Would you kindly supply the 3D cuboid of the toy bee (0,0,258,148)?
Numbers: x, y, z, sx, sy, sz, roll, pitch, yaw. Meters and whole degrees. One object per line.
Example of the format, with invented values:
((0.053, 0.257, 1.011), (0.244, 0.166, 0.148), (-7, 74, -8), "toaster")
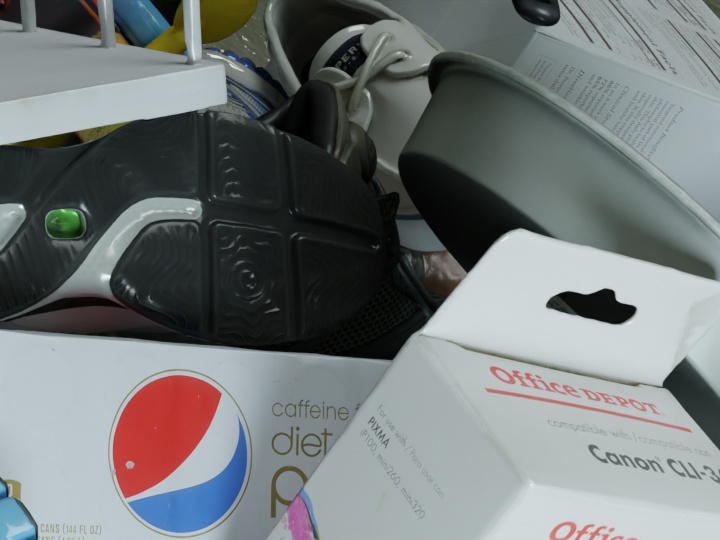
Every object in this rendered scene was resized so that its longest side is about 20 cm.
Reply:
((-0.114, -0.079, 0.939), (0.200, 0.131, 0.109), (32, 2, 8), "toy bee")

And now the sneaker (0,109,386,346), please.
((-0.098, -0.009, 0.825), (0.200, 0.076, 0.115), (1, -6, -30), "sneaker")

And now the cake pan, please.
((0.087, 0.007, 0.855), (0.200, 0.037, 0.200), (42, -8, 8), "cake pan")

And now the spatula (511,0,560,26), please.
((0.074, -0.148, 1.105), (0.056, 0.021, 0.200), (16, 29, -9), "spatula")

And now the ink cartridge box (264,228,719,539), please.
((0.039, 0.090, 0.737), (0.116, 0.200, 0.068), (12, 31, -44), "ink cartridge box")

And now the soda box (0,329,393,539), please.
((-0.045, 0.060, 0.789), (0.200, 0.068, 0.064), (6, -10, -35), "soda box")

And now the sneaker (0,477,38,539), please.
((-0.163, 0.067, 0.695), (0.087, 0.075, 0.200), (-17, 51, -46), "sneaker")

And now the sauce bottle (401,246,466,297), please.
((0.054, 0.018, 1.094), (0.200, 0.065, 0.065), (14, 29, -37), "sauce bottle")

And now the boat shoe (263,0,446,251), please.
((0.009, -0.073, 1.031), (0.066, 0.072, 0.200), (48, 4, -30), "boat shoe")

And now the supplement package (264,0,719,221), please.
((0.082, -0.069, 1.189), (0.200, 0.152, 0.151), (15, 29, -39), "supplement package")

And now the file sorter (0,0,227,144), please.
((-0.160, -0.115, 0.797), (0.139, 0.125, 0.200), (-15, 21, -39), "file sorter")

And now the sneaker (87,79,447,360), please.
((0.000, 0.000, 0.928), (0.199, 0.114, 0.076), (18, 30, -41), "sneaker")

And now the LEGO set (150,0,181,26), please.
((-0.098, -0.183, 1.111), (0.116, 0.200, 0.154), (53, 34, 8), "LEGO set")

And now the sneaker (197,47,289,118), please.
((-0.101, -0.071, 1.040), (0.200, 0.077, 0.085), (21, 30, -31), "sneaker")
